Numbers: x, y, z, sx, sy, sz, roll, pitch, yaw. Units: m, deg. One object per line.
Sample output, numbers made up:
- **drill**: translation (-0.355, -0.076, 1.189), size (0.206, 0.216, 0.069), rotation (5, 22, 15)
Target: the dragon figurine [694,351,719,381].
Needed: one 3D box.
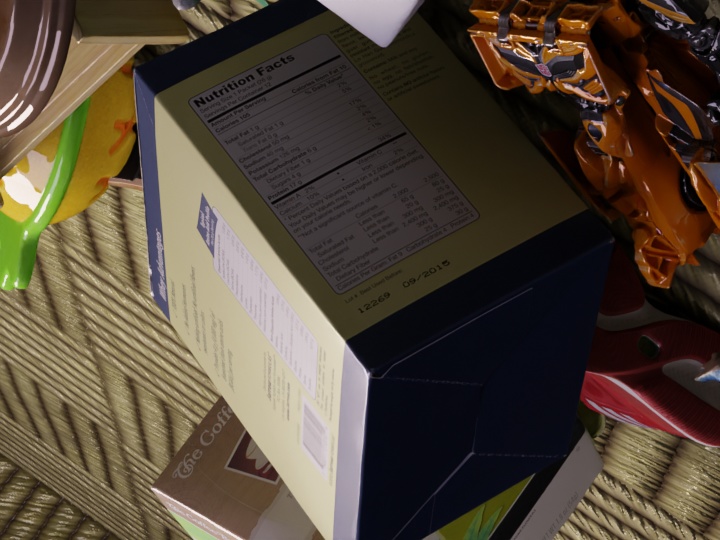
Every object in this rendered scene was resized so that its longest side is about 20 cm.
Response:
- **dragon figurine**: translation (0.227, 0.060, 1.060), size (0.099, 0.059, 0.200), rotation (35, 168, -3)

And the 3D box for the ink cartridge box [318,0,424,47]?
- **ink cartridge box**: translation (-0.028, -0.205, 0.871), size (0.196, 0.043, 0.200), rotation (36, 147, -1)

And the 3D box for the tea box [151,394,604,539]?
- **tea box**: translation (0.016, 0.121, 1.293), size (0.134, 0.200, 0.197), rotation (24, 160, 37)

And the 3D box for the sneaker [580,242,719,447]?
- **sneaker**: translation (0.113, 0.032, 1.186), size (0.200, 0.078, 0.116), rotation (41, 161, -12)

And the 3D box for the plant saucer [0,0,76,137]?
- **plant saucer**: translation (-0.209, -0.166, 1.125), size (0.200, 0.029, 0.200), rotation (18, 114, 48)

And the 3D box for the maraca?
- **maraca**: translation (-0.198, -0.081, 1.354), size (0.107, 0.200, 0.137), rotation (10, -146, -19)

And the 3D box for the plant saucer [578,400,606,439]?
- **plant saucer**: translation (0.073, 0.031, 1.340), size (0.200, 0.031, 0.200), rotation (33, 163, 11)

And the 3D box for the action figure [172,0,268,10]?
- **action figure**: translation (-0.102, -0.203, 1.034), size (0.118, 0.055, 0.200), rotation (34, 159, 20)

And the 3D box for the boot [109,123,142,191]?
- **boot**: translation (-0.142, -0.076, 1.427), size (0.200, 0.074, 0.075), rotation (21, 170, 41)

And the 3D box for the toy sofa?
- **toy sofa**: translation (-0.196, -0.119, 1.219), size (0.200, 0.083, 0.098), rotation (-37, 70, 35)

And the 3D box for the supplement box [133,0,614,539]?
- **supplement box**: translation (0.000, 0.000, 1.058), size (0.200, 0.134, 0.200), rotation (52, 158, 27)

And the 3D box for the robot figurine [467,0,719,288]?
- **robot figurine**: translation (0.122, -0.066, 0.937), size (0.145, 0.058, 0.200), rotation (13, 152, 50)
